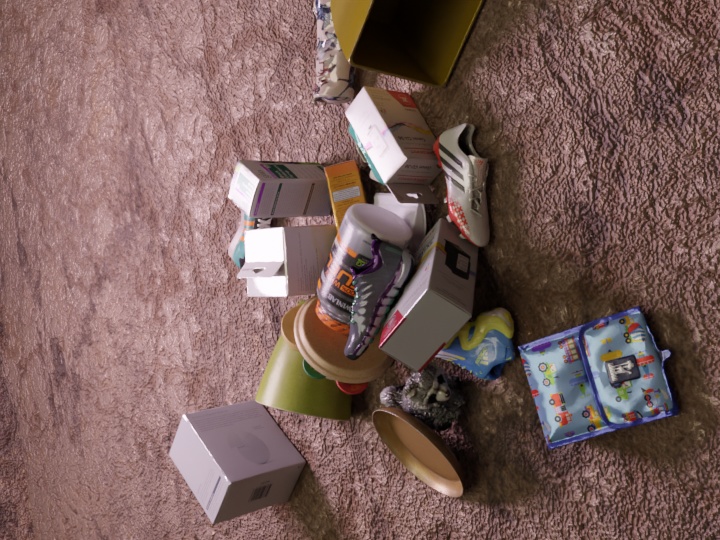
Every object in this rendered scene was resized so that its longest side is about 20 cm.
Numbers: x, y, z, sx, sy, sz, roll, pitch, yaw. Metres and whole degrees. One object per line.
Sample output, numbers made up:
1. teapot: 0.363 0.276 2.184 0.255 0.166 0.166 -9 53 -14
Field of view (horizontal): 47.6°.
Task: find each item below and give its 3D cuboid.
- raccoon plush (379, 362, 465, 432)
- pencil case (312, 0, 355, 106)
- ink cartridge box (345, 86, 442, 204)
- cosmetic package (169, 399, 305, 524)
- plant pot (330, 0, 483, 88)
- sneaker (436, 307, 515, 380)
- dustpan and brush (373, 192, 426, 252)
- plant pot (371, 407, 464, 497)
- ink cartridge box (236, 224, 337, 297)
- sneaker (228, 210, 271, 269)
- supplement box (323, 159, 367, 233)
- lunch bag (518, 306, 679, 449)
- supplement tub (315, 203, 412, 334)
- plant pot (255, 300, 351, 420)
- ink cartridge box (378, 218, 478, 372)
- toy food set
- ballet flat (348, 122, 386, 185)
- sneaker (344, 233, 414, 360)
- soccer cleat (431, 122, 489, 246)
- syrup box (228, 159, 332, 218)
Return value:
1. raccoon plush: 0.076 0.205 1.360 0.198 0.134 0.098 -15 50 37
2. pencil case: -0.050 -0.408 1.514 0.088 0.078 0.204 5 97 25
3. ink cartridge box: 0.071 -0.210 1.375 0.068 0.115 0.202 -46 62 37
4. cosmetic package: -0.259 0.393 1.707 0.200 0.197 0.124 46 123 34
5. plant pot: 0.059 -0.444 1.328 0.177 0.197 0.202 53 128 43
6. sneaker: 0.169 0.137 1.326 0.199 0.075 0.107 -27 74 43
7. dustpan and brush: 0.071 -0.031 1.443 0.139 0.056 0.204 10 94 56
8. plant pot: 0.101 0.301 1.377 0.199 0.027 0.201 37 154 21
9. ink cartridge box: -0.122 -0.019 1.532 0.127 0.198 0.128 -3 91 46
10. sneaker: -0.216 -0.081 1.727 0.080 0.071 0.202 46 129 28
11. supplement box: -0.014 -0.093 1.496 0.068 0.067 0.203 -14 81 5
12. lunch bag: 0.345 0.149 1.149 0.198 0.093 0.153 -24 74 32
13. supplement tub: 0.000 0.000 1.383 0.122 0.121 0.202 43 123 35
14. plant pot: -0.090 0.164 1.549 0.185 0.186 0.204 5 82 46
15. ink cartridge box: 0.111 0.036 1.290 0.082 0.201 0.146 30 125 -10
16. toy food set: -0.029 0.123 1.452 0.199 0.198 0.049 52 142 23
17. ballet flat: 0.034 -0.205 1.459 0.202 0.066 0.071 65 148 24
18. sneaker: 0.007 0.042 1.302 0.087 0.074 0.202 28 101 -5
19. soccer cleat: 0.175 -0.139 1.308 0.085 0.068 0.203 -30 68 44
20. syrup box: -0.142 -0.154 1.544 0.079 0.198 0.082 41 120 37
